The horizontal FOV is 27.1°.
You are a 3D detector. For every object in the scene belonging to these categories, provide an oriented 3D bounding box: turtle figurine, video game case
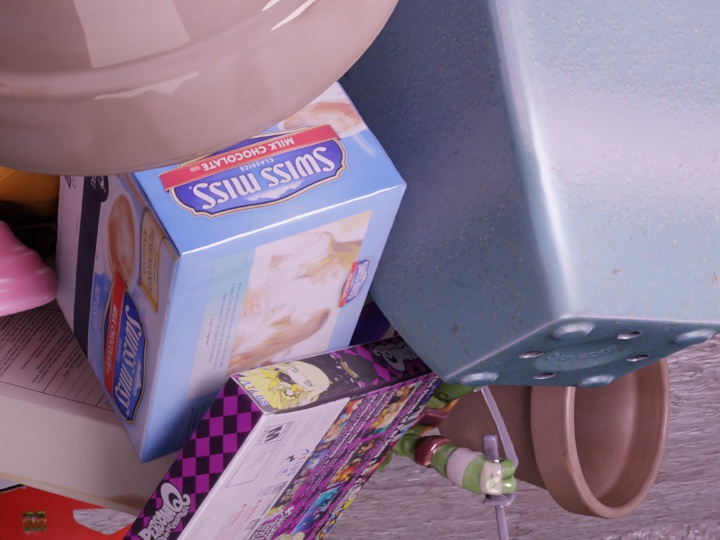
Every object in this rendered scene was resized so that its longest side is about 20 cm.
[{"bbox_3d":[0.085,0.079,0.971,0.194,0.200,0.144,-58,169,32],"label":"turtle figurine"},{"bbox_3d":[-0.053,0.125,0.870,0.181,0.036,0.200,-10,141,-52],"label":"video game case"}]

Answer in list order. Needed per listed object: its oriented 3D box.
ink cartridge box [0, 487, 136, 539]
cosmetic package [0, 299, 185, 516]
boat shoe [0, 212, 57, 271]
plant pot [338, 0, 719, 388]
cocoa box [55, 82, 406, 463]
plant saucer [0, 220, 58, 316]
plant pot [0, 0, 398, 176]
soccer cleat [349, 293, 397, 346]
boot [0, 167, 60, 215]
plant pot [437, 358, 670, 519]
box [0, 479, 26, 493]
[{"bbox_3d":[-0.214,0.145,1.265,0.199,0.175,0.044,3,158,-31],"label":"ink cartridge box"},{"bbox_3d":[-0.180,0.079,0.923,0.199,0.105,0.071,14,126,13],"label":"cosmetic package"},{"bbox_3d":[-0.199,-0.018,0.955,0.199,0.072,0.072,-14,160,18],"label":"boat shoe"},{"bbox_3d":[0.105,-0.045,0.809,0.195,0.201,0.196,3,159,-31],"label":"plant pot"},{"bbox_3d":[-0.079,-0.014,0.810,0.133,0.132,0.200,-18,150,-26],"label":"cocoa box"},{"bbox_3d":[-0.271,0.006,0.832,0.199,0.051,0.201,-8,-176,1],"label":"plant saucer"},{"bbox_3d":[-0.089,-0.158,0.457,0.199,0.201,0.174,-9,146,3],"label":"plant pot"},{"bbox_3d":[0.000,0.000,0.996,0.073,0.068,0.201,3,131,-27],"label":"soccer cleat"},{"bbox_3d":[-0.179,-0.080,0.811,0.143,0.071,0.201,-14,167,-1],"label":"boot"},{"bbox_3d":[0.166,0.120,1.380,0.174,0.202,0.200,1,170,36],"label":"plant pot"},{"bbox_3d":[-0.168,0.071,1.082,0.199,0.097,0.176,-18,-172,26],"label":"box"}]
